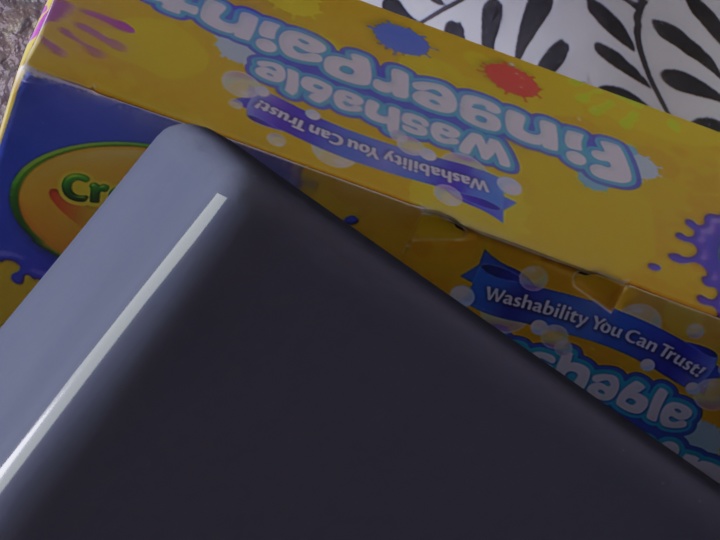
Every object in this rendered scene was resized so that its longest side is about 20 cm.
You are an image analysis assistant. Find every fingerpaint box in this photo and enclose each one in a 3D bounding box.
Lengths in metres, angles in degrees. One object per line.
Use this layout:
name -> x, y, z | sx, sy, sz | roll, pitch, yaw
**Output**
fingerpaint box -> 0.007, 0.038, 0.545 | 0.074, 0.199, 0.167 | -80, 11, -55

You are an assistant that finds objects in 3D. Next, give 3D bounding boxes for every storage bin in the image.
storage bin -> -0.003, 0.073, 0.454 | 0.135, 0.200, 0.146 | -54, 16, 1

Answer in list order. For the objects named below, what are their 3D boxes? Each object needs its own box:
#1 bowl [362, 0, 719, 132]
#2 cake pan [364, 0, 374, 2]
bowl -> 0.055, 0.015, 0.638 | 0.094, 0.199, 0.201 | -108, 32, -46
cake pan -> 0.058, -0.081, 0.643 | 0.037, 0.199, 0.201 | -109, 33, -45
